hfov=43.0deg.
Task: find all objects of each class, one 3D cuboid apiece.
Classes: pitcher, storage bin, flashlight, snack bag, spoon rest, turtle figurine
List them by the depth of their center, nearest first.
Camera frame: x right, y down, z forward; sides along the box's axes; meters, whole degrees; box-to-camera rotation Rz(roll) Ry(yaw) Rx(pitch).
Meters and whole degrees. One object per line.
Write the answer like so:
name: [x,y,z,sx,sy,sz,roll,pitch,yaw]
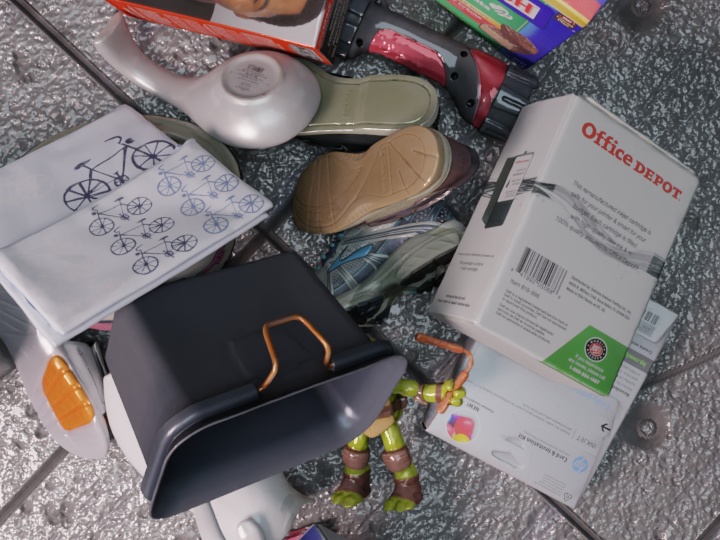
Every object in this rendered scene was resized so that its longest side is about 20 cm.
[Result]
storage bin: [-0.087,0.066,0.675,0.200,0.146,0.134,-17,58,-35]
snack bag: [-0.198,-0.051,0.691,0.188,0.021,0.200,-34,55,-26]
pitcher: [-0.128,0.152,0.750,0.121,0.172,0.200,-33,95,4]
spoon rest: [-0.127,-0.159,0.773,0.200,0.061,0.099,23,65,16]
flashlight: [0.053,-0.180,0.801,0.200,0.068,0.068,23,131,-1]
turtle figurine: [0.001,0.126,0.804,0.199,0.064,0.162,-1,102,9]

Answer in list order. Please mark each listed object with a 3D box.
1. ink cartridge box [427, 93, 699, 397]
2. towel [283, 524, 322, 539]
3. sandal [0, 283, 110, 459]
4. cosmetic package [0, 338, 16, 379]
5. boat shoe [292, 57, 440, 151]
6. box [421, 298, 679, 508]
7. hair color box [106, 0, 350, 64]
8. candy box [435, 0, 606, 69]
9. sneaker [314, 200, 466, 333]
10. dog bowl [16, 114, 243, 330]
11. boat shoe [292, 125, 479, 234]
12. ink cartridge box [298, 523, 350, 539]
ink cartridge box: [0.167,-0.021,0.746,0.146,0.083,0.200,29,82,-22]
towel: [-0.114,0.324,0.829,0.199,0.030,0.147,-13,94,-3]
sandal: [-0.257,0.068,0.784,0.079,0.059,0.207,-8,113,37]
cosmetic package: [-0.408,0.068,0.716,0.165,0.200,0.165,-35,94,-2]
boat shoe: [-0.024,-0.137,0.794,0.199,0.066,0.075,4,70,18]
box: [0.171,0.090,0.829,0.156,0.041,0.200,28,90,-3]
hair color box: [-0.109,-0.247,0.763,0.200,0.061,0.102,16,91,12]
candy box: [0.110,-0.252,0.731,0.169,0.200,0.077,36,90,-4]
sneaker: [0.000,0.000,0.810,0.200,0.078,0.086,-29,64,7]
dog bowl: [-0.191,-0.037,0.742,0.200,0.200,0.074,-5,137,-3]
boat shoe: [0.015,-0.068,0.755,0.065,0.200,0.072,9,74,-36]
ink cartridge box: [-0.039,0.326,0.783,0.196,0.043,0.200,-47,132,2]
